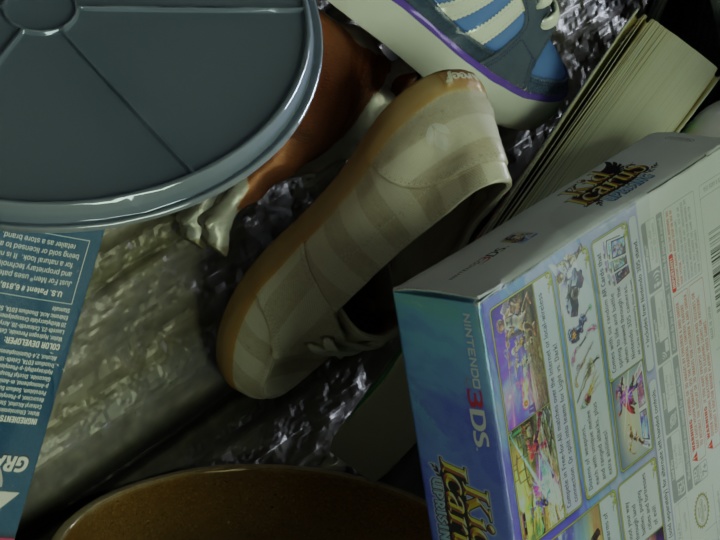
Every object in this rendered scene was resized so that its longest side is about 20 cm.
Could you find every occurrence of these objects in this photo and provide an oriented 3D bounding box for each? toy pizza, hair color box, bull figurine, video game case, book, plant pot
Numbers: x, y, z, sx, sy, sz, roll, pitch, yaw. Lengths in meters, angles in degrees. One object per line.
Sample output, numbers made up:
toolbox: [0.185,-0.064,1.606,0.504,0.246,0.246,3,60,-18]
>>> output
toy pizza: [-0.113,-0.081,0.805,0.200,0.200,0.032,-28,148,-30]
hair color box: [-0.164,0.034,0.859,0.060,0.100,0.200,10,100,-42]
bull figurine: [-0.049,-0.074,0.941,0.200,0.065,0.122,39,82,-43]
video game case: [0.095,0.068,0.921,0.181,0.045,0.201,-31,119,-46]
book: [0.069,-0.006,1.010,0.048,0.134,0.200,37,60,0]
plant pot: [-0.041,0.212,0.982,0.186,0.186,0.201,-15,117,-37]

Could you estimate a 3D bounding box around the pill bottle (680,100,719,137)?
pill bottle: [0.164,-0.004,1.034,0.113,0.113,0.200,5,141,-42]

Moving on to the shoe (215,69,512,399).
shoe: [0.000,0.000,0.958,0.070,0.053,0.200,-15,152,-42]

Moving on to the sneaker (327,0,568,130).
sneaker: [0.061,-0.154,0.950,0.146,0.081,0.200,-45,133,16]

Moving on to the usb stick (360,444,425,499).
usb stick: [-0.010,0.155,1.089,0.200,0.033,0.055,-56,134,-8]

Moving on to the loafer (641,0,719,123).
loafer: [0.150,-0.067,1.101,0.070,0.068,0.201,-29,135,-52]
